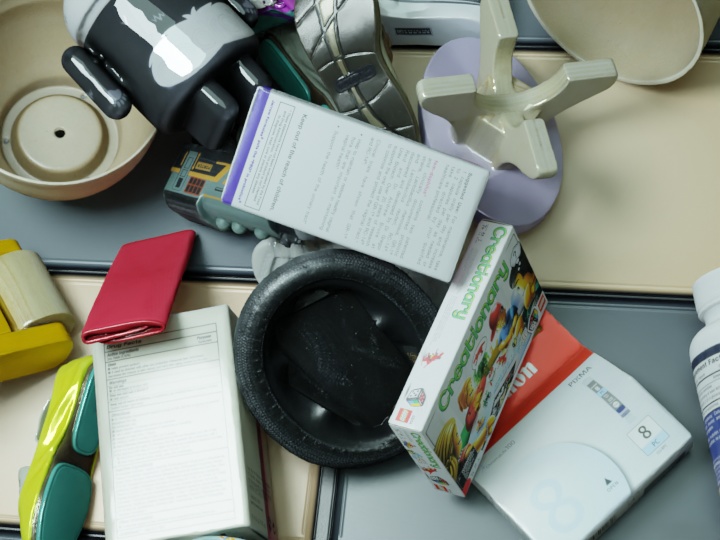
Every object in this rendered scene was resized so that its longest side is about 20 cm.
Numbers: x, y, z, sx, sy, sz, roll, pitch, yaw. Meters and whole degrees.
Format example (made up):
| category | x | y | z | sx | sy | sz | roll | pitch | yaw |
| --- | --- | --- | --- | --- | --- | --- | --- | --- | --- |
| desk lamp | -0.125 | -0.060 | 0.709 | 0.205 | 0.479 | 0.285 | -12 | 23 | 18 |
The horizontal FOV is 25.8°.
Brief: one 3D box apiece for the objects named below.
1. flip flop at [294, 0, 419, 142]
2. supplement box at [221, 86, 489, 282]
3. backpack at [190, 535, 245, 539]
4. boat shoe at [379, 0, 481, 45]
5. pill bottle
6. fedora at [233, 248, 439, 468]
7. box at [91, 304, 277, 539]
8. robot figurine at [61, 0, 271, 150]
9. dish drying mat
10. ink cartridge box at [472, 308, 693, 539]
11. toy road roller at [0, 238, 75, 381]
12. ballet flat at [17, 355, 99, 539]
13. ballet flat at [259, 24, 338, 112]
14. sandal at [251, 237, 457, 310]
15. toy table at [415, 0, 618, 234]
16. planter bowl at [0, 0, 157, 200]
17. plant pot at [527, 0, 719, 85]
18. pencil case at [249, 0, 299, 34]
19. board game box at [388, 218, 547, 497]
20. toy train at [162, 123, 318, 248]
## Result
| category | x | y | z | sx | sy | sz | roll | pitch | yaw |
| --- | --- | --- | --- | --- | --- | --- | --- | --- | --- |
| flip flop | 0.001 | -0.193 | 1.435 | 0.081 | 0.058 | 0.200 | -21 | 98 | 17 |
| supplement box | -0.005 | -0.073 | 1.309 | 0.200 | 0.101 | 0.103 | 18 | 95 | -3 |
| backpack | -0.091 | 0.291 | 1.286 | 0.200 | 0.167 | 0.127 | 8 | 66 | 6 |
| boat shoe | 0.035 | -0.262 | 1.515 | 0.200 | 0.072 | 0.068 | 4 | 68 | 12 |
| pill bottle | 0.336 | 0.098 | 1.304 | 0.111 | 0.111 | 0.200 | -10 | 68 | 6 |
| fedora | -0.018 | 0.069 | 1.364 | 0.200 | 0.092 | 0.201 | -2 | 105 | -7 |
| box | -0.153 | 0.148 | 1.371 | 0.128 | 0.109 | 0.200 | -11 | 68 | 8 |
| robot figurine | -0.170 | -0.200 | 1.383 | 0.200 | 0.150 | 0.125 | 45 | 111 | 7 |
| dish drying mat | -0.195 | 0.014 | 1.407 | 0.077 | 0.200 | 0.018 | -13 | 112 | 7 |
| ink cartridge box | 0.159 | 0.132 | 1.356 | 0.160 | 0.047 | 0.200 | -42 | 70 | -7 |
| toy road roller | -0.378 | 0.068 | 1.452 | 0.200 | 0.146 | 0.123 | -15 | 61 | -37 |
| ballet flat | -0.272 | 0.170 | 1.416 | 0.067 | 0.067 | 0.200 | 0 | 65 | 33 |
| ballet flat | -0.027 | -0.155 | 1.492 | 0.064 | 0.067 | 0.200 | -19 | 67 | -27 |
| sandal | 0.000 | -0.007 | 1.433 | 0.202 | 0.083 | 0.050 | 10 | 28 | 15 |
| toy table | 0.127 | -0.146 | 1.411 | 0.184 | 0.117 | 0.200 | -19 | 70 | -19 |
| planter bowl | -0.285 | -0.148 | 1.480 | 0.200 | 0.135 | 0.200 | 3 | 70 | -9 |
| plant pot | 0.279 | -0.306 | 1.447 | 0.187 | 0.187 | 0.200 | 31 | 63 | 19 |
| pencil case | -0.130 | -0.253 | 1.496 | 0.200 | 0.085 | 0.092 | -16 | 27 | 33 |
| board game box | 0.094 | 0.074 | 1.326 | 0.035 | 0.126 | 0.200 | 12 | 64 | 29 |
| toy train | -0.092 | -0.085 | 1.439 | 0.200 | 0.085 | 0.114 | 17 | 79 | 41 |
